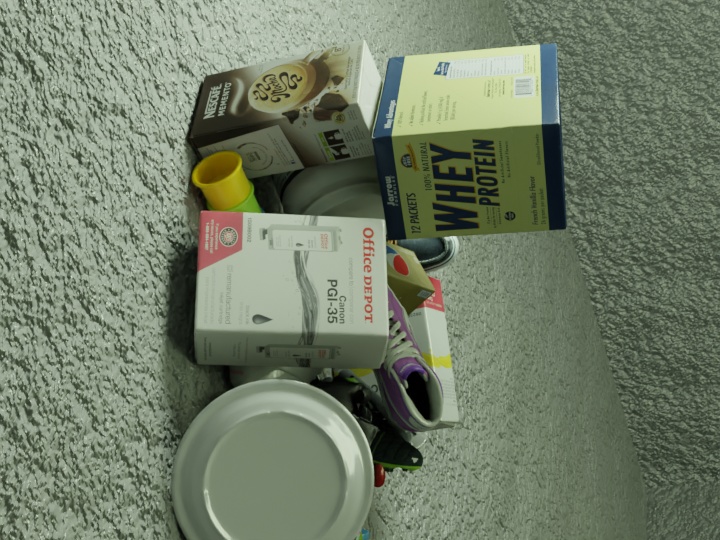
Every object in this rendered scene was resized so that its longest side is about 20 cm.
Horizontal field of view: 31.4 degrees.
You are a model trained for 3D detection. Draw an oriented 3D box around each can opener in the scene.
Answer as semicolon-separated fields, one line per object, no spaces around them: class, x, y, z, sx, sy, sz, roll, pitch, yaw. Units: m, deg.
can opener;0.012;0.165;1.569;0.200;0.053;0.067;38;-35;52

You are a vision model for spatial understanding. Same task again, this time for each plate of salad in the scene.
plate of salad;-0.086;0.206;1.260;0.048;0.199;0.201;-165;-119;-79

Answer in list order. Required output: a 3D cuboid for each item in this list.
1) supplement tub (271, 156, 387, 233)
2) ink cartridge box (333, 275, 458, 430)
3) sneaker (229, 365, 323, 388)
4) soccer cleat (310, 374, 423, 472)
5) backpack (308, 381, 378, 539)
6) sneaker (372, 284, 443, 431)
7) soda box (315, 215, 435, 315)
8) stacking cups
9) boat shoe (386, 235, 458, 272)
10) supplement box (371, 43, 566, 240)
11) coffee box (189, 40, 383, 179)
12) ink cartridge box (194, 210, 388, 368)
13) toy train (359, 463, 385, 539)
supplement tub;-0.042;-0.133;1.559;0.140;0.140;0.201;43;23;-60
ink cartridge box;0.042;0.117;1.711;0.083;0.145;0.201;19;61;-67
sneaker;-0.078;0.105;1.458;0.200;0.078;0.100;-6;100;-44
soccer cleat;-0.007;0.169;1.477;0.067;0.200;0.081;10;100;-55
backpack;-0.059;0.221;1.351;0.127;0.166;0.201;20;66;-88
sneaker;0.038;0.081;1.405;0.201;0.072;0.114;62;-11;1
soda box;0.000;0.000;1.529;0.200;0.064;0.068;20;35;-51
stacking cups;-0.125;-0.045;1.467;0.061;0.060;0.200;-83;155;-43
boat shoe;0.025;-0.036;1.665;0.091;0.199;0.071;22;72;-79
supplement box;0.128;-0.148;1.450;0.200;0.199;0.135;-79;163;-55
coffee box;-0.081;-0.177;1.449;0.080;0.199;0.113;64;22;-44
ink cartridge box;-0.072;0.020;1.345;0.083;0.199;0.147;102;-11;-61
toy train;-0.014;0.277;1.504;0.200;0.084;0.116;-126;-142;-89
